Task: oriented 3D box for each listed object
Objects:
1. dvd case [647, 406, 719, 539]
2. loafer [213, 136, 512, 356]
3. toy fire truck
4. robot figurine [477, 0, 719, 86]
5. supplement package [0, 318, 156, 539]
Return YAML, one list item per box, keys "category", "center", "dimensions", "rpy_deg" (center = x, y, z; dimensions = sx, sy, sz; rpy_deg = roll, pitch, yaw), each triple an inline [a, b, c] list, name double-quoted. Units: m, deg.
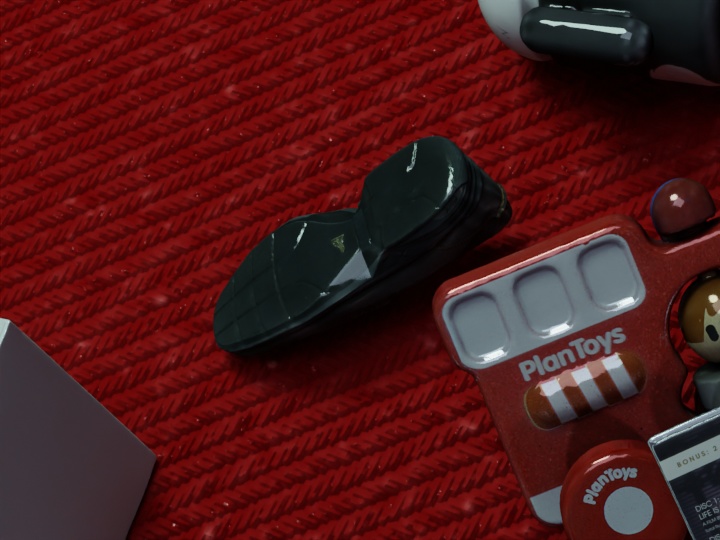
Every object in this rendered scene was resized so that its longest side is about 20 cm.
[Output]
- category: "dvd case"
  center: [0.250, 0.141, 1.106]
  dimensions: [0.148, 0.016, 0.201]
  rpy_deg: [-25, 99, 7]
- category: "loafer"
  center: [0.000, 0.000, 1.308]
  dimensions: [0.199, 0.072, 0.073]
  rpy_deg: [-29, 52, 29]
- category: "toy fire truck"
  center: [0.155, 0.047, 1.157]
  dimensions: [0.199, 0.112, 0.169]
  rpy_deg: [-23, 101, 7]
- category: "robot figurine"
  center: [0.163, -0.175, 1.301]
  dimensions: [0.199, 0.150, 0.126]
  rpy_deg: [10, 92, 24]
- category: "supplement package"
  center: [-0.223, 0.126, 1.250]
  dimensions: [0.110, 0.200, 0.156]
  rpy_deg: [12, 69, 25]
